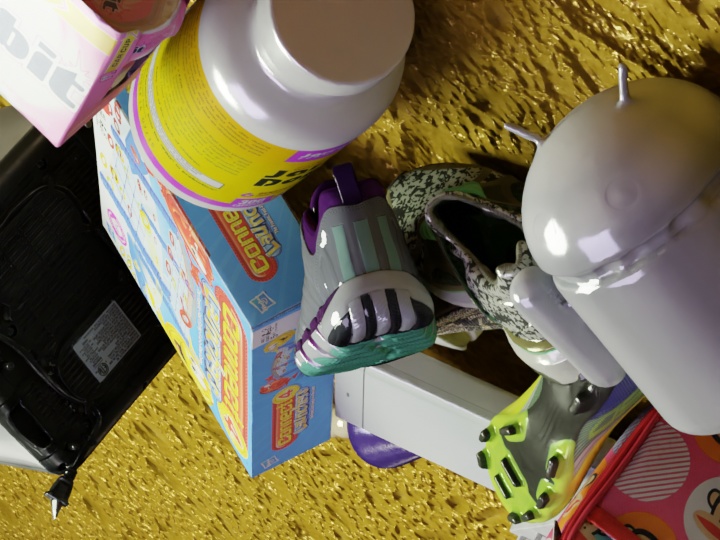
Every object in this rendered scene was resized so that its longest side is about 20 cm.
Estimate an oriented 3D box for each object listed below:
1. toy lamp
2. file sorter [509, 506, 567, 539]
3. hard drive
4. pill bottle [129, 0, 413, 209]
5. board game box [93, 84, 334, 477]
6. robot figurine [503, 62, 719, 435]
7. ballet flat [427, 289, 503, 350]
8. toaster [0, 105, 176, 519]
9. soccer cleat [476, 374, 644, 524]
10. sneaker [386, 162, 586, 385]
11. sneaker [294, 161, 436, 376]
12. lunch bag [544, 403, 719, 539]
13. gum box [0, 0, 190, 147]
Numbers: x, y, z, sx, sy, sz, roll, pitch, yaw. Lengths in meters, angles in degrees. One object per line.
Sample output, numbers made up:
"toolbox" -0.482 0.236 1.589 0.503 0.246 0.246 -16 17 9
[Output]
"toy lamp" -0.012 0.093 1.890 0.058 0.058 0.200 51 156 -21
"file sorter" 0.144 0.214 1.674 0.138 0.125 0.200 27 170 -5
"hard drive" 0.079 0.098 1.711 0.199 0.027 0.132 24 163 7
"pill bottle" -0.042 -0.101 1.509 0.104 0.104 0.200 44 158 -6
"board game box" -0.085 -0.010 1.735 0.196 0.056 0.200 58 164 24
"robot figurine" 0.150 -0.006 1.375 0.169 0.113 0.200 -31 110 25
"ballet flat" 0.060 0.014 1.633 0.075 0.068 0.200 36 160 -28
"toaster" -0.212 0.019 1.898 0.118 0.200 0.181 -1 134 52
"soccer cleat" 0.119 0.070 1.577 0.065 0.083 0.200 55 150 21
"sneaker" 0.060 -0.022 1.498 0.089 0.077 0.200 45 175 -35
"sneaker" 0.000 0.000 1.554 0.200 0.074 0.088 126 132 -77
"lunch bag" 0.191 0.170 1.541 0.200 0.176 0.082 40 161 2
"gum box" -0.175 -0.163 1.464 0.200 0.066 0.114 44 148 2
